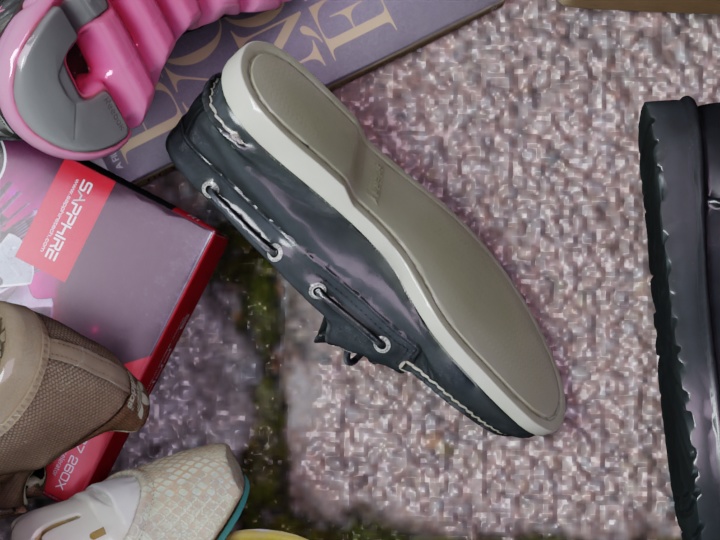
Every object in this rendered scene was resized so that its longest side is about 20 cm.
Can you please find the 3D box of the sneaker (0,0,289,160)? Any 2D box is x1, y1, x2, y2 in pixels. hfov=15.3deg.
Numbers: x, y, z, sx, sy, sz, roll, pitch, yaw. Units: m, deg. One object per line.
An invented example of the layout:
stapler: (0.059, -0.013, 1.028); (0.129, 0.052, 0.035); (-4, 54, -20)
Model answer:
sneaker: (-0.095, -0.110, 1.042); (0.200, 0.095, 0.079); (-43, 114, -39)

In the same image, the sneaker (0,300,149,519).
sneaker: (-0.160, 0.080, 1.001); (0.075, 0.200, 0.071); (25, 51, -34)

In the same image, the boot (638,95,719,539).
boot: (0.202, 0.018, 1.069); (0.167, 0.076, 0.201); (-3, 76, 0)

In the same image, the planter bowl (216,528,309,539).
planter bowl: (-0.033, 0.205, 1.005); (0.083, 0.200, 0.201); (28, 79, -42)

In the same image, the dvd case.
dvd case: (-0.061, -0.133, 1.105); (0.199, 0.016, 0.149); (-27, 85, -6)

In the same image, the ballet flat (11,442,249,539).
ballet flat: (-0.121, 0.128, 0.998); (0.200, 0.067, 0.062); (-49, 118, -17)

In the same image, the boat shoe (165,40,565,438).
boat shoe: (-0.001, 0.001, 1.064); (0.066, 0.075, 0.199); (-35, 113, 28)

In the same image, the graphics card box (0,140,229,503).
graphics card box: (-0.168, -0.005, 1.058); (0.199, 0.051, 0.126); (28, 90, 1)

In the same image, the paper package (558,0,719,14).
paper package: (0.179, -0.163, 1.035); (0.199, 0.191, 0.104); (1, 85, -2)
